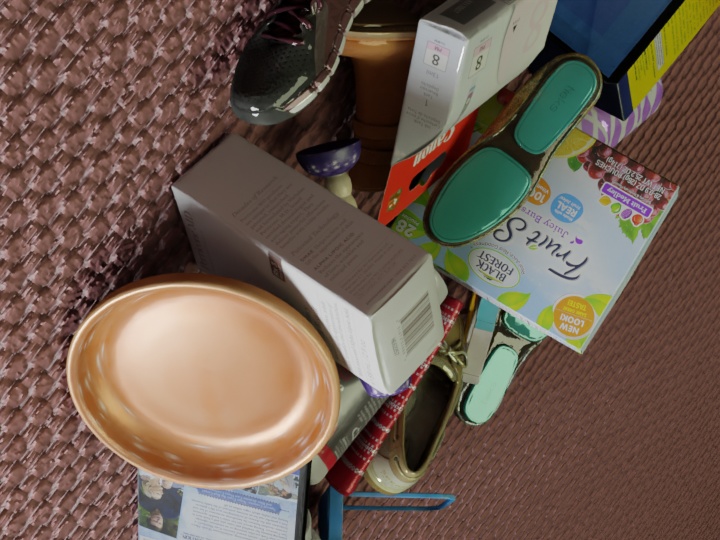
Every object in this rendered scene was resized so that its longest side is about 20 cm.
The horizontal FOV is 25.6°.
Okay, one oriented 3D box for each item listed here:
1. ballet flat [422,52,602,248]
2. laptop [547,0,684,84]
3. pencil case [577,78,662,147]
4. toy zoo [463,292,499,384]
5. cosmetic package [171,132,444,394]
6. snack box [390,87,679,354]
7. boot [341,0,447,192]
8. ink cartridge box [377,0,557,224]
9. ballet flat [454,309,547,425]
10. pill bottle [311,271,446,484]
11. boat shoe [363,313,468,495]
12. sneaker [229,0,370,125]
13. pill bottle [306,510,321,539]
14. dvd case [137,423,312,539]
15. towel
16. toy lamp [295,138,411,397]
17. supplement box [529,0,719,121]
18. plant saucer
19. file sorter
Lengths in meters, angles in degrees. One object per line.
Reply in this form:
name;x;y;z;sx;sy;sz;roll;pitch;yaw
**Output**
ballet flat;0.127;-0.100;1.339;0.200;0.071;0.071;-50;151;5
laptop;0.199;-0.292;1.324;0.177;0.103;0.200;-50;142;-16
pencil case;0.209;-0.147;1.523;0.200;0.084;0.086;-37;134;-37
toy zoo;0.124;0.019;1.538;0.131;0.020;0.200;-76;179;-60
cosmetic package;-0.038;-0.006;1.149;0.074;0.200;0.102;-45;147;-24
snack box;0.152;-0.048;1.397;0.169;0.200;0.068;-58;168;0
boot;0.012;-0.137;1.252;0.200;0.077;0.155;-18;136;-59
ink cartridge box;0.086;-0.134;1.251;0.163;0.057;0.200;-41;148;-46
ballet flat;0.150;0.065;1.646;0.200;0.072;0.072;-56;151;-2
pill bottle;-0.019;0.069;1.326;0.200;0.111;0.111;-51;150;-15
boat shoe;0.060;0.110;1.455;0.063;0.073;0.201;-33;-153;54
sneaker;-0.045;-0.206;1.100;0.200;0.076;0.116;-59;148;-22
pill bottle;-0.089;0.294;1.443;0.109;0.109;0.200;-32;141;-39
dvd case;-0.111;0.181;1.279;0.018;0.143;0.200;-65;165;-51
towel;0.018;0.100;1.430;0.200;0.022;0.145;-59;-164;1
toy lamp;0.000;0.000;1.229;0.058;0.058;0.200;-26;108;-44
supplement box;0.249;-0.258;1.452;0.200;0.109;0.110;-50;150;-16
plant saucer;-0.112;0.077;1.158;0.037;0.200;0.200;-82;177;-52
file sorter;0.023;0.308;1.481;0.139;0.123;0.200;109;-17;-75
